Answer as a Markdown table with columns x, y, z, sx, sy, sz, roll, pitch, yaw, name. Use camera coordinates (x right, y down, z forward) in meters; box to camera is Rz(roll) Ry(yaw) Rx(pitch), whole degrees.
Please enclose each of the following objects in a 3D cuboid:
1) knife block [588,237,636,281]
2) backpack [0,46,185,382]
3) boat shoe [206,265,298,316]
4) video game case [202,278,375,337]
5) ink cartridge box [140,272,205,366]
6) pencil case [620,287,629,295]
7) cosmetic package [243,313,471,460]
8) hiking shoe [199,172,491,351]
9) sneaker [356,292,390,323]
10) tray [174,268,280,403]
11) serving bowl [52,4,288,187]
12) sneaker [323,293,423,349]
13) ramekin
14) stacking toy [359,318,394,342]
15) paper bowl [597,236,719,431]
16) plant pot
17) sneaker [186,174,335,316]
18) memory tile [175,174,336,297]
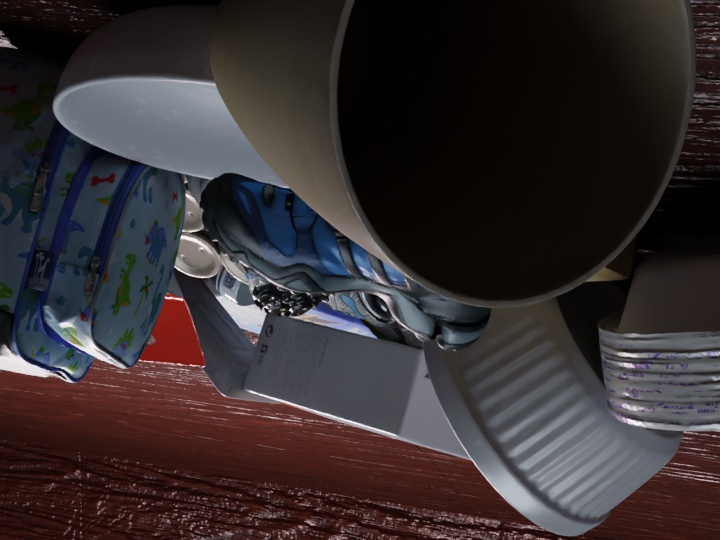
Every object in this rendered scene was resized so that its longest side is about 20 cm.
| x | y | z | sx | sy | sz | roll | pitch | yaw | name |
| --- | --- | --- | --- | --- | --- | --- | --- | --- | --- |
| 0.089 | -0.047 | 1.152 | 0.175 | 0.064 | 0.199 | 23 | 164 | -36 | knife block |
| -0.195 | -0.034 | 1.164 | 0.146 | 0.201 | 0.183 | 10 | 171 | 9 | backpack |
| -0.085 | -0.018 | 1.457 | 0.091 | 0.071 | 0.200 | 36 | -171 | 19 | boat shoe |
| -0.052 | 0.035 | 1.678 | 0.199 | 0.046 | 0.181 | 19 | 165 | -27 | video game case |
| -0.227 | 0.004 | 1.458 | 0.159 | 0.047 | 0.201 | 3 | 125 | 32 | ink cartridge box |
| 0.160 | 0.051 | 1.440 | 0.199 | 0.094 | 0.091 | 6 | 145 | 22 | pencil case |
| 0.008 | 0.094 | 1.460 | 0.101 | 0.072 | 0.199 | 22 | 173 | -40 | cosmetic package |
| 0.003 | -0.027 | 1.068 | 0.199 | 0.075 | 0.087 | 19 | 126 | -21 | hiking shoe |
| 0.027 | -0.011 | 1.216 | 0.075 | 0.114 | 0.200 | -33 | 149 | 13 | sneaker |
| -0.144 | 0.034 | 1.556 | 0.200 | 0.022 | 0.107 | 50 | -165 | 22 | tray |
| -0.073 | -0.106 | 1.026 | 0.199 | 0.066 | 0.200 | 8 | 169 | 2 | serving bowl |
| 0.000 | 0.000 | 1.398 | 0.086 | 0.078 | 0.200 | -3 | 150 | 27 | sneaker |
| 0.147 | 0.079 | 1.295 | 0.105 | 0.201 | 0.200 | -37 | 142 | 24 | ramekin |
| 0.032 | 0.033 | 1.524 | 0.085 | 0.086 | 0.200 | 5 | 161 | 29 | stacking toy |
| 0.252 | 0.033 | 1.156 | 0.199 | 0.105 | 0.201 | -9 | -174 | 1 | paper bowl |
| 0.015 | -0.095 | 0.814 | 0.187 | 0.188 | 0.200 | 21 | 179 | -34 | plant pot |
| -0.064 | -0.036 | 1.235 | 0.072 | 0.073 | 0.200 | -19 | 144 | 6 | sneaker |
| -0.107 | -0.047 | 1.297 | 0.199 | 0.017 | 0.154 | 9 | 139 | 19 | memory tile |
